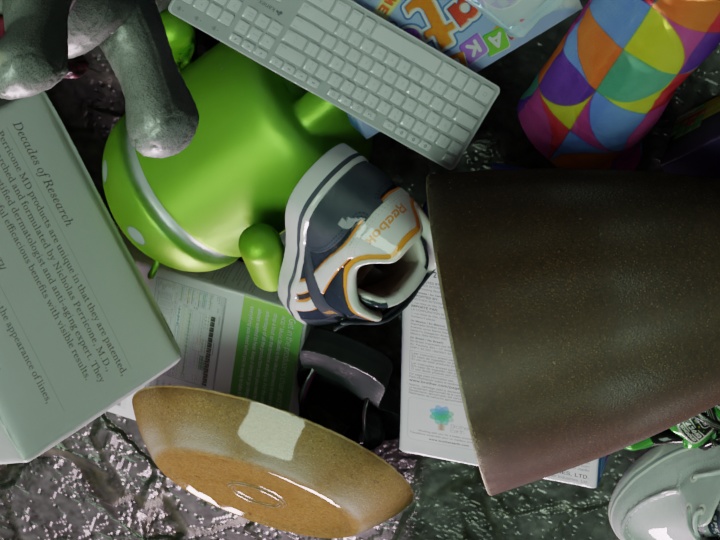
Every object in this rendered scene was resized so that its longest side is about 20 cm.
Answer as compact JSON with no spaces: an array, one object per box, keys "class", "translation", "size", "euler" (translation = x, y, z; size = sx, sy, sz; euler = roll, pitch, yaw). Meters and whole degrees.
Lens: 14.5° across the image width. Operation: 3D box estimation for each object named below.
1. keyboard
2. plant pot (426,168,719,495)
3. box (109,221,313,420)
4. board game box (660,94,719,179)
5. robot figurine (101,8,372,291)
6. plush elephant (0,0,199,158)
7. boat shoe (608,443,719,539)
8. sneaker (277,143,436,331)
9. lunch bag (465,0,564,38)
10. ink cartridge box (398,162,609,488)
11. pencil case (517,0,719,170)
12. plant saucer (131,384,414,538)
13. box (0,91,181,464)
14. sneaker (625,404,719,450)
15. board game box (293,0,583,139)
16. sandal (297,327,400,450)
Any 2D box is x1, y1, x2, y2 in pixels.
[{"class":"keyboard","translation":[-0.013,-0.124,1.589],"size":[0.199,0.011,0.056],"euler":[28,102,-25]},{"class":"plant pot","translation":[0.153,0.018,1.609],"size":[0.199,0.187,0.188],"euler":[-11,124,6]},{"class":"box","translation":[-0.132,0.044,1.900],"size":[0.199,0.036,0.145],"euler":[18,131,9]},{"class":"board game box","translation":[0.302,-0.054,1.639],"size":[0.200,0.057,0.165],"euler":[-27,114,35]},{"class":"robot figurine","translation":[-0.074,-0.076,1.720],"size":[0.200,0.116,0.176],"euler":[-33,72,29]},{"class":"plush elephant","translation":[-0.207,-0.149,1.570],"size":[0.154,0.164,0.201],"euler":[-19,75,29]},{"class":"boat shoe","translation":[0.235,0.142,1.763],"size":[0.199,0.069,0.072],"euler":[-19,118,32]},{"class":"sneaker","translation":[0.000,0.000,1.676],"size":[0.079,0.078,0.200],"euler":[39,166,13]},{"class":"lunch bag","translation":[0.085,-0.249,1.493],"size":[0.169,0.127,0.200],"euler":[39,97,-12]},{"class":"ink cartridge box","translation":[0.099,0.030,1.770],"size":[0.136,0.076,0.201],"euler":[10,130,12]},{"class":"pencil case","translation":[0.166,-0.138,1.609],"size":[0.088,0.089,0.200],"euler":[32,132,-5]},{"class":"plant saucer","translation":[-0.064,0.134,1.876],"size":[0.199,0.036,0.200],"euler":[18,160,7]},{"class":"box","translation":[-0.246,0.009,1.782],"size":[0.199,0.130,0.201],"euler":[-10,110,58]},{"class":"sneaker","translation":[0.229,0.073,1.685],"size":[0.200,0.085,0.078],"euler":[-16,120,44]},{"class":"board game box","translation":[0.020,-0.197,1.597],"size":[0.151,0.037,0.200],"euler":[-31,118,-5]},{"class":"sandal","translation":[-0.014,0.085,1.816],"size":[0.075,0.048,0.201],"euler":[21,167,11]}]
